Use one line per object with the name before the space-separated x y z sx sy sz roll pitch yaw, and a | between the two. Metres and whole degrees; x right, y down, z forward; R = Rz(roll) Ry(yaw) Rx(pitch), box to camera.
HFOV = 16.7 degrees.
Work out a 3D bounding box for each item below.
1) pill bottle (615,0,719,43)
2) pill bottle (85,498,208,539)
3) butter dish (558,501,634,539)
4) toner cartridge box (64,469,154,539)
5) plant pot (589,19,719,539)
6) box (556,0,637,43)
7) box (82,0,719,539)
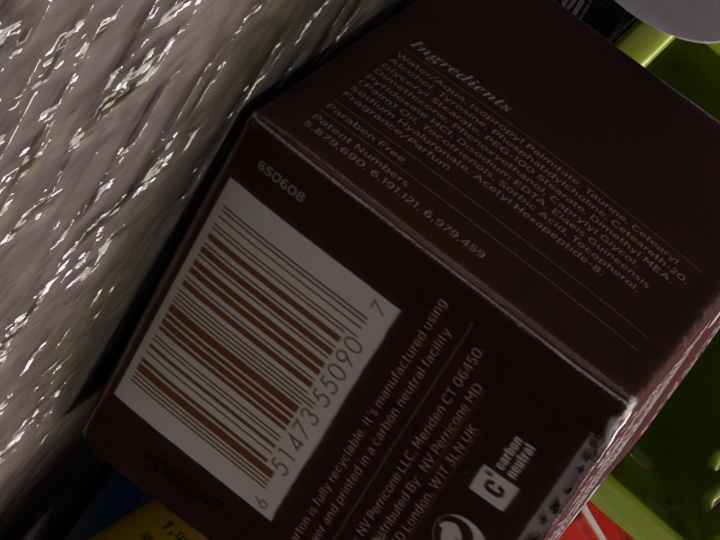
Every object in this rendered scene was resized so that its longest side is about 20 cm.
pill bottle | 0.170 -0.190 0.961 0.200 0.116 0.116 -49 172 -20
pill bottle | -0.097 0.163 0.945 0.199 0.113 0.113 -30 165 -21
butter dish | 0.083 0.168 1.241 0.147 0.200 0.200 -29 -166 18
toner cartridge box | -0.078 0.107 1.059 0.200 0.043 0.095 -55 160 3
plant pot | 0.149 -0.003 1.148 0.199 0.200 0.182 -47 -176 9
box | 0.169 -0.204 1.161 0.200 0.044 0.161 -44 169 -45
box | 0.035 0.015 0.918 0.200 0.164 0.166 -40 164 -54
